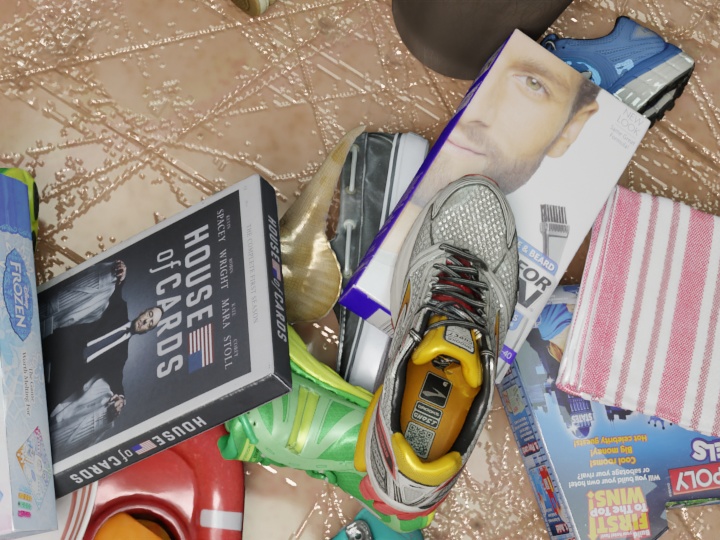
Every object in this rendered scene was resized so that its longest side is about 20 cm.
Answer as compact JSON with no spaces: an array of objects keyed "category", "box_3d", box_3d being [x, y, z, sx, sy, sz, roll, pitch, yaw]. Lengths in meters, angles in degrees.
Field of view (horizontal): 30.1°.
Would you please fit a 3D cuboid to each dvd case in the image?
[{"category":"dvd case","box_3d":[-0.131,0.043,0.774,0.199,0.025,0.151,-26,46,19]}]

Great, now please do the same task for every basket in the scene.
[{"category":"basket","box_3d":[0.093,-0.218,0.898,0.135,0.200,0.181,35,74,0]}]

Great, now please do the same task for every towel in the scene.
[{"category":"towel","box_3d":[0.236,0.039,0.888,0.198,0.030,0.148,18,74,-7]}]

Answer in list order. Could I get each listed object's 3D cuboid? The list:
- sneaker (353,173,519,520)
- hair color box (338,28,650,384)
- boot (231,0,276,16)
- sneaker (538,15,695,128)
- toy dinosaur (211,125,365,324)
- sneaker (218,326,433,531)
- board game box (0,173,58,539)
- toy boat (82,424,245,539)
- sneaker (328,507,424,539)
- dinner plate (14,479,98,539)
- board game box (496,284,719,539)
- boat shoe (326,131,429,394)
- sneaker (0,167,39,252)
[{"category":"sneaker","box_3d":[0.054,0.038,0.751,0.077,0.082,0.202,15,70,-7]},{"category":"hair color box","box_3d":[0.085,-0.037,0.848,0.109,0.065,0.201,33,74,-4]},{"category":"boot","box_3d":[-0.065,-0.295,0.961,0.154,0.072,0.201,-26,81,-16]},{"category":"sneaker","box_3d":[0.141,-0.112,0.955,0.199,0.079,0.089,-36,70,-18]},{"category":"toy dinosaur","box_3d":[-0.052,-0.015,0.880,0.100,0.058,0.202,25,105,21]},{"category":"sneaker","box_3d":[-0.042,0.094,0.806,0.199,0.074,0.084,39,61,9]},{"category":"board game box","box_3d":[-0.272,0.066,0.768,0.198,0.043,0.201,-14,74,23]},{"category":"toy boat","box_3d":[-0.134,0.169,0.804,0.129,0.131,0.202,6,76,-8]},{"category":"sneaker","box_3d":[0.040,0.199,0.821,0.198,0.083,0.122,-17,63,29]},{"category":"dinner plate","box_3d":[-0.230,0.151,0.795,0.198,0.024,0.202,-18,51,23]},{"category":"board game box","box_3d":[0.186,0.111,0.906,0.198,0.062,0.202,-3,77,-10]},{"category":"boat shoe","box_3d":[0.000,0.000,0.907,0.070,0.072,0.202,7,69,8]},{"category":"sneaker","box_3d":[-0.276,0.014,0.839,0.083,0.074,0.201,31,84,17]}]
